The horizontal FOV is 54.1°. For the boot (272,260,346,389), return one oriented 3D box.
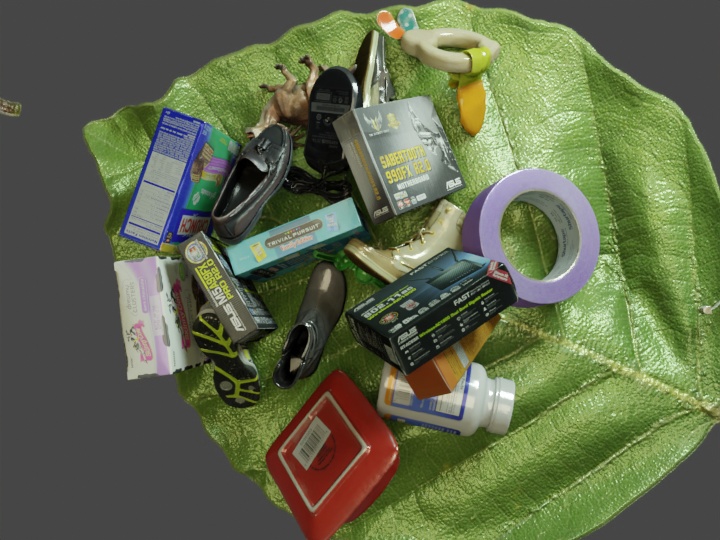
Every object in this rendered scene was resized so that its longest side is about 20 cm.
[{"bbox_3d":[-0.075,0.082,1.090,0.069,0.132,0.202,13,90,7],"label":"boot"}]

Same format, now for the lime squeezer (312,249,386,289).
[{"bbox_3d":[0.000,0.000,1.114,0.199,0.071,0.038,31,89,-30],"label":"lime squeezer"}]

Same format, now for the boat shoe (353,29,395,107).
[{"bbox_3d":[0.023,-0.280,1.127,0.065,0.072,0.203,10,79,-20],"label":"boat shoe"}]

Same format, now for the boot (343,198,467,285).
[{"bbox_3d":[0.084,-0.044,1.081,0.199,0.073,0.157,28,90,-23],"label":"boot"}]

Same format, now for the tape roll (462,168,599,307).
[{"bbox_3d":[0.255,-0.047,1.059,0.198,0.066,0.203,2,81,-14],"label":"tape roll"}]

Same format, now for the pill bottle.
[{"bbox_3d":[0.129,0.188,1.077,0.198,0.112,0.113,11,90,5],"label":"pill bottle"}]

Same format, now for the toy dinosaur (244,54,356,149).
[{"bbox_3d":[-0.091,-0.259,1.128,0.198,0.086,0.137,-16,86,1],"label":"toy dinosaur"}]

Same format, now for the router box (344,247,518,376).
[{"bbox_3d":[0.096,0.049,0.984,0.199,0.150,0.063,-31,110,-17],"label":"router box"}]

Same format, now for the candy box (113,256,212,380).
[{"bbox_3d":[-0.288,0.068,1.077,0.071,0.200,0.170,-7,88,9],"label":"candy box"}]

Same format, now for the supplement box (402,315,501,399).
[{"bbox_3d":[0.135,0.101,1.026,0.066,0.200,0.069,-22,105,41],"label":"supplement box"}]

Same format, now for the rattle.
[{"bbox_3d":[0.117,-0.325,1.134,0.198,0.143,0.131,18,58,21],"label":"rattle"}]

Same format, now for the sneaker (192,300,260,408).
[{"bbox_3d":[-0.201,0.132,1.112,0.075,0.077,0.202,-8,122,5],"label":"sneaker"}]

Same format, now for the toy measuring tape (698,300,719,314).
[{"bbox_3d":[0.572,-0.021,1.059,0.200,0.074,0.074,-41,85,3],"label":"toy measuring tape"}]

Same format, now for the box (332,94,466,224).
[{"bbox_3d":[0.064,-0.170,1.052,0.048,0.199,0.160,-20,93,42],"label":"box"}]

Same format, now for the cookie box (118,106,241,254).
[{"bbox_3d":[-0.274,-0.128,1.099,0.075,0.171,0.202,20,91,9],"label":"cookie box"}]

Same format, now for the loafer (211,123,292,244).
[{"bbox_3d":[-0.157,-0.136,1.028,0.071,0.063,0.202,17,70,18],"label":"loafer"}]

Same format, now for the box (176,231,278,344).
[{"bbox_3d":[-0.195,0.031,1.069,0.044,0.200,0.161,-32,86,-1],"label":"box"}]

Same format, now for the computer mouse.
[{"bbox_3d":[-0.045,-0.207,1.080,0.137,0.053,0.202,18,100,30],"label":"computer mouse"}]

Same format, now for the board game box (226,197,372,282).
[{"bbox_3d":[-0.088,-0.043,1.085,0.198,0.151,0.047,-21,83,5],"label":"board game box"}]

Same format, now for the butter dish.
[{"bbox_3d":[-0.017,0.291,1.079,0.201,0.147,0.199,-51,45,7],"label":"butter dish"}]
